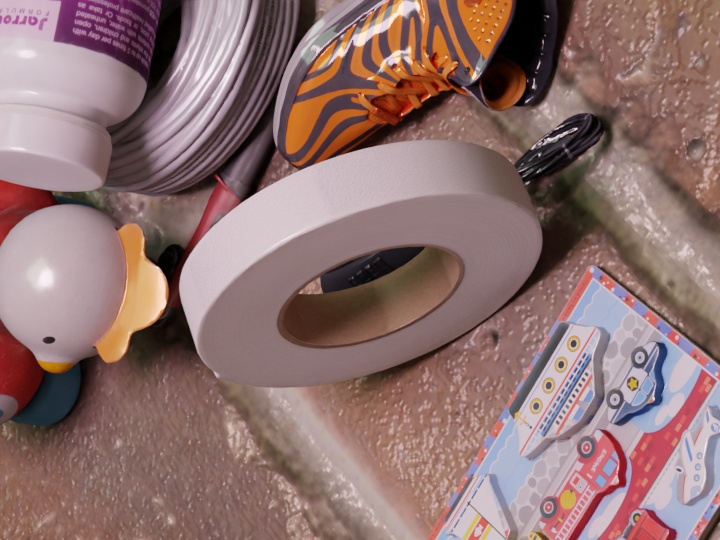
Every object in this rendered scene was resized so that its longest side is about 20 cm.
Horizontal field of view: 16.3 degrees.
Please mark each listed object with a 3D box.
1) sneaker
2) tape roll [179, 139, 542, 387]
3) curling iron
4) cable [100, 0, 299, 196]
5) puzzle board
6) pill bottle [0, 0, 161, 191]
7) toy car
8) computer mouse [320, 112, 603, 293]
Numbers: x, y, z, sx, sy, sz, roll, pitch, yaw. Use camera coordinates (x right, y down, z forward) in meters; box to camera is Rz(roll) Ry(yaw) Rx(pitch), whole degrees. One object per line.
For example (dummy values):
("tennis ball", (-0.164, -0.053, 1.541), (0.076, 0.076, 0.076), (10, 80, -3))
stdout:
("sneaker", (0.034, -0.114, 1.442), (0.200, 0.078, 0.112), (-51, 52, 21))
("tape roll", (0.000, 0.000, 1.366), (0.203, 0.203, 0.037), (-37, 59, 30))
("curling iron", (-0.089, -0.052, 1.570), (0.050, 0.026, 0.200), (44, 109, 36))
("cable", (-0.124, -0.144, 1.581), (0.200, 0.069, 0.200), (10, 82, 46))
("puzzle board", (0.122, 0.118, 1.358), (0.151, 0.017, 0.200), (41, 107, 38))
("pill bottle", (-0.177, -0.154, 1.506), (0.112, 0.112, 0.200), (-4, 72, 40))
("toy car", (-0.200, 0.023, 1.546), (0.200, 0.184, 0.177), (8, 87, 40))
("computer mouse", (0.059, -0.030, 1.433), (0.200, 0.059, 0.034), (-29, 106, 29))
